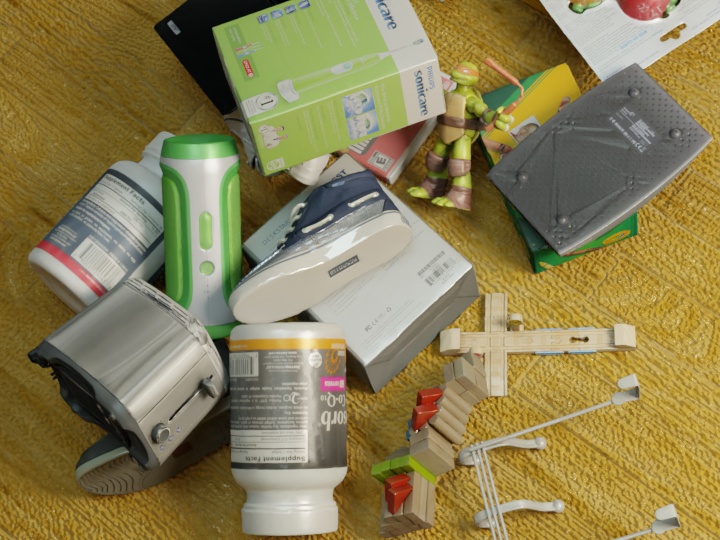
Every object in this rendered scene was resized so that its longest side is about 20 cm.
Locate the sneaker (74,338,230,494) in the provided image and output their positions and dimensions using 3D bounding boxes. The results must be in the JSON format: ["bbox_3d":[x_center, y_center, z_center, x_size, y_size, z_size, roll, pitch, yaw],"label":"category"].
[{"bbox_3d":[-0.207,0.149,1.690,0.199,0.075,0.107,-25,52,-5],"label":"sneaker"}]

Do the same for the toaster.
[{"bbox_3d":[-0.223,0.094,1.618,0.129,0.114,0.200,-41,45,-20],"label":"toaster"}]

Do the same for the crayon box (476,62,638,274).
[{"bbox_3d":[0.201,-0.109,1.743,0.118,0.058,0.201,-21,62,0],"label":"crayon box"}]

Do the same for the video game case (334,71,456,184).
[{"bbox_3d":[-0.007,-0.196,1.847,0.199,0.017,0.143,29,73,22],"label":"video game case"}]

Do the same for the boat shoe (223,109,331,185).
[{"bbox_3d":[-0.098,-0.134,1.772,0.200,0.073,0.066,25,97,60],"label":"boat shoe"}]

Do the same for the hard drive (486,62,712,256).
[{"bbox_3d":[0.243,-0.109,1.678,0.200,0.042,0.135,-37,63,-8],"label":"hard drive"}]

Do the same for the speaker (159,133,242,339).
[{"bbox_3d":[-0.162,-0.035,1.688,0.088,0.088,0.202,1,103,11],"label":"speaker"}]

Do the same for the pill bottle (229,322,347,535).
[{"bbox_3d":[-0.070,0.152,1.603,0.115,0.116,0.202,-2,86,9],"label":"pill bottle"}]

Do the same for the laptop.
[{"bbox_3d":[-0.094,-0.253,1.837,0.177,0.199,0.104,51,124,35],"label":"laptop"}]

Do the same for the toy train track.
[{"bbox_3d":[0.179,0.068,1.674,0.198,0.033,0.116,-2,64,8],"label":"toy train track"}]

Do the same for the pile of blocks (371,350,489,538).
[{"bbox_3d":[0.056,0.160,1.614,0.082,0.062,0.201,4,61,45],"label":"pile of blocks"}]

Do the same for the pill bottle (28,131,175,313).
[{"bbox_3d":[-0.246,-0.046,1.757,0.119,0.120,0.200,35,73,23],"label":"pill bottle"}]

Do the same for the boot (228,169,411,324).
[{"bbox_3d":[-0.053,-0.024,1.662,0.199,0.073,0.091,-25,54,-10],"label":"boot"}]

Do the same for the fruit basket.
[{"bbox_3d":[0.282,-0.314,1.772,0.185,0.094,0.201,-34,79,-7],"label":"fruit basket"}]

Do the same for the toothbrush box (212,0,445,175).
[{"bbox_3d":[-0.032,-0.203,1.670,0.199,0.086,0.146,-21,53,-4],"label":"toothbrush box"}]

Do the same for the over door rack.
[{"bbox_3d":[0.202,0.209,1.571,0.199,0.067,0.149,-25,60,21],"label":"over door rack"}]

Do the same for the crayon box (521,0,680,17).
[{"bbox_3d":[0.258,-0.335,1.850,0.199,0.052,0.126,33,73,23],"label":"crayon box"}]

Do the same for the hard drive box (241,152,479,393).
[{"bbox_3d":[0.000,0.000,1.714,0.156,0.077,0.200,-41,64,-11],"label":"hard drive box"}]

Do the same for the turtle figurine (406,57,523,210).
[{"bbox_3d":[0.093,-0.153,1.732,0.199,0.064,0.163,22,106,41],"label":"turtle figurine"}]
